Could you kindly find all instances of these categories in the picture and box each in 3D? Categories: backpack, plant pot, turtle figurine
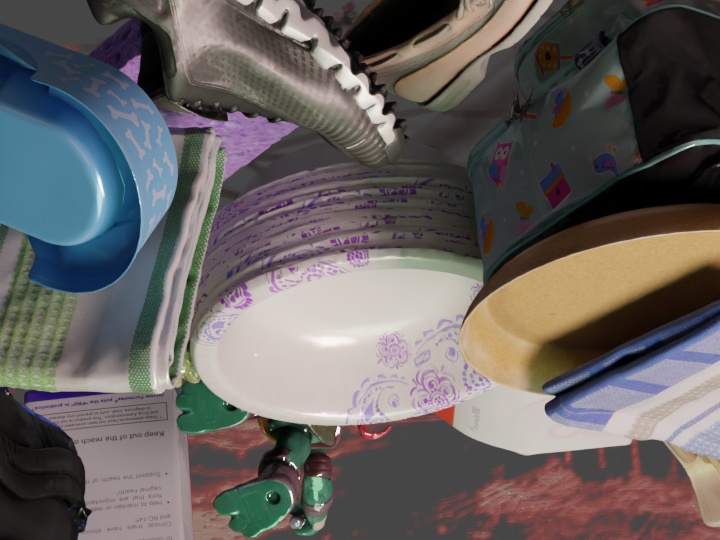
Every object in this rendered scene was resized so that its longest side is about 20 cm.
[{"bbox_3d":[-0.258,0.140,1.385,0.168,0.163,0.200,3,166,26],"label":"backpack"},{"bbox_3d":[0.146,0.014,1.162,0.200,0.028,0.200,-4,155,-2],"label":"plant pot"},{"bbox_3d":[0.151,-0.057,1.214,0.176,0.153,0.200,6,146,-34],"label":"backpack"},{"bbox_3d":[-0.056,0.092,1.477,0.101,0.150,0.200,-41,180,13],"label":"turtle figurine"}]

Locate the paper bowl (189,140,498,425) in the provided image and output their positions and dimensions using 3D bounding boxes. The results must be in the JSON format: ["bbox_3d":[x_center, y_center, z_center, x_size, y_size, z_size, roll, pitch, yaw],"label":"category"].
[{"bbox_3d":[0.000,0.000,1.331,0.200,0.104,0.201,-6,152,-3],"label":"paper bowl"}]

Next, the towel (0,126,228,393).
[{"bbox_3d":[-0.176,-0.013,1.172,0.200,0.149,0.031,4,151,12],"label":"towel"}]

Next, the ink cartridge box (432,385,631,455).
[{"bbox_3d":[0.085,0.072,1.540,0.200,0.057,0.163,-10,151,-5],"label":"ink cartridge box"}]

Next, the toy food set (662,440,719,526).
[{"bbox_3d":[0.227,0.082,1.347,0.143,0.060,0.200,-19,141,21],"label":"toy food set"}]

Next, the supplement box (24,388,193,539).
[{"bbox_3d":[-0.158,0.182,1.519,0.103,0.200,0.101,-7,151,-2],"label":"supplement box"}]

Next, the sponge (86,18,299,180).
[{"bbox_3d":[-0.107,-0.079,1.242,0.111,0.030,0.200,19,142,-37],"label":"sponge"}]

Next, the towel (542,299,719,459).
[{"bbox_3d":[0.210,0.063,1.224,0.200,0.024,0.147,16,147,-39],"label":"towel"}]

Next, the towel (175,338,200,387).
[{"bbox_3d":[-0.177,0.004,1.300,0.148,0.037,0.200,18,165,24],"label":"towel"}]

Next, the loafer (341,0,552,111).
[{"bbox_3d":[0.049,-0.140,1.134,0.063,0.072,0.200,11,149,-17],"label":"loafer"}]

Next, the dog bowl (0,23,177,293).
[{"bbox_3d":[-0.174,-0.065,1.129,0.200,0.050,0.112,22,127,23],"label":"dog bowl"}]

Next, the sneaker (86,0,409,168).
[{"bbox_3d":[-0.059,-0.102,1.129,0.090,0.066,0.200,-41,128,7],"label":"sneaker"}]
